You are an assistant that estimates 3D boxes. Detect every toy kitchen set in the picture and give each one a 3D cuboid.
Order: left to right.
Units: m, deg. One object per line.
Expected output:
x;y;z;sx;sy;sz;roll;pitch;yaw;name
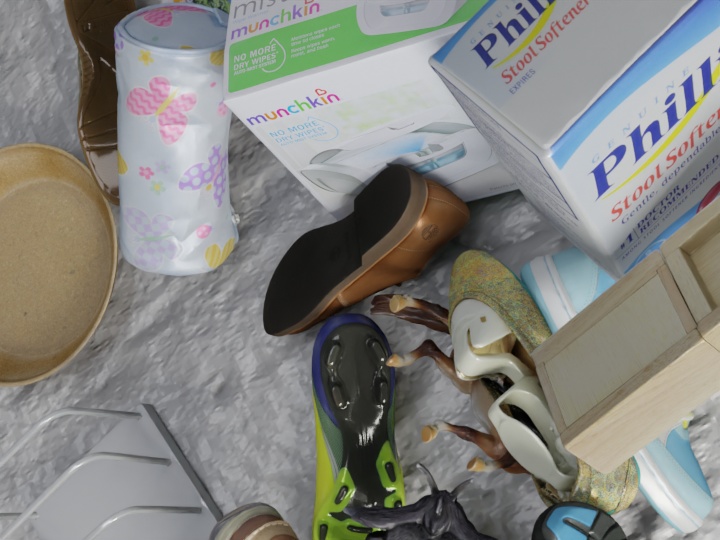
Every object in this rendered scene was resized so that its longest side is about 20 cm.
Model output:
0.229;0.038;0.845;0.180;0.200;0.163;-42;32;21;toy kitchen set

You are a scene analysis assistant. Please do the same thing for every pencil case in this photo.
-0.132;-0.093;1.036;0.091;0.083;0.200;2;124;-4;pencil case

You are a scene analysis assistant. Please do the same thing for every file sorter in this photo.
-0.185;0.213;1.039;0.139;0.124;0.200;-43;66;13;file sorter

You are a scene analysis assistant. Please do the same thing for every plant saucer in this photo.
-0.272;-0.004;1.166;0.200;0.035;0.201;-5;80;26;plant saucer

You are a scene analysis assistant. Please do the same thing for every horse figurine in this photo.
0.080;0.083;0.943;0.050;0.132;0.200;-48;49;26;horse figurine

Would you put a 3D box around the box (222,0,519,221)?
0.039;-0.128;0.946;0.200;0.176;0.097;-12;58;23;box

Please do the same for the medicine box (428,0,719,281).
0.164;-0.112;0.816;0.182;0.200;0.103;-45;58;1;medicine box

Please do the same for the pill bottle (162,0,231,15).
-0.036;-0.218;1.043;0.200;0.112;0.112;-12;76;25;pill bottle

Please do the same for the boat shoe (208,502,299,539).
-0.054;0.255;0.953;0.072;0.076;0.200;21;128;50;boat shoe

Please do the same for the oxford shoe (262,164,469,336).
0.000;0.000;1.006;0.200;0.071;0.071;-34;48;43;oxford shoe

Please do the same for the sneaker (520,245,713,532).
0.201;0.055;0.902;0.130;0.080;0.200;-30;80;9;sneaker

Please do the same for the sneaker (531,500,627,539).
0.121;0.205;0.858;0.082;0.200;0.073;16;53;32;sneaker

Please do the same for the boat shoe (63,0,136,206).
-0.192;-0.144;1.143;0.073;0.063;0.200;-8;78;-5;boat shoe

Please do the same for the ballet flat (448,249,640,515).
0.096;0.068;0.879;0.071;0.071;0.200;-40;62;15;ballet flat

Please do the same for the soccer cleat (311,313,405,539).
-0.004;0.128;1.004;0.065;0.084;0.200;-1;98;-5;soccer cleat

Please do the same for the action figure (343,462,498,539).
0.039;0.210;0.929;0.119;0.102;0.200;13;104;4;action figure
